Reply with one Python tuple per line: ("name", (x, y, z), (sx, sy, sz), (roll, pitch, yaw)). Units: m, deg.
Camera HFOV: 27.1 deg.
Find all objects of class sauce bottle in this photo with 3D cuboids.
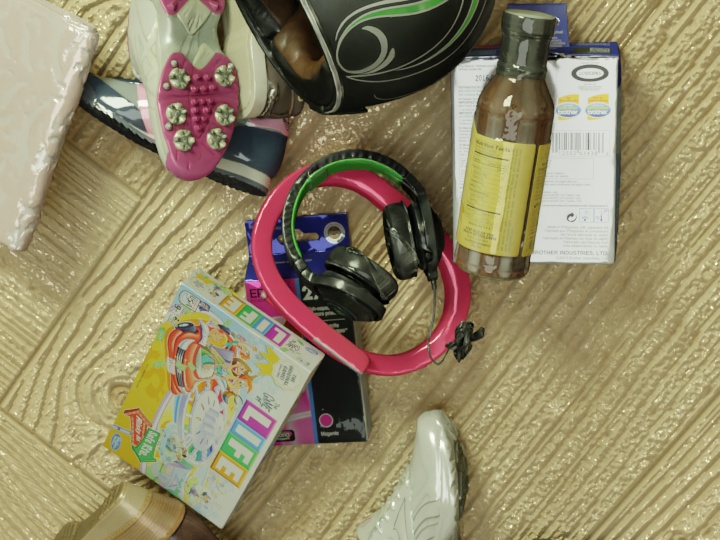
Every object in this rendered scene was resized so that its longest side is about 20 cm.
("sauce bottle", (0.115, -0.096, 1.141), (0.064, 0.065, 0.203), (10, 106, 6))

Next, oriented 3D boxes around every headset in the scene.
("headset", (0.021, -0.009, 1.191), (0.123, 0.094, 0.201), (-38, 81, -10))

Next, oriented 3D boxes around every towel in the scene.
("towel", (-0.321, -0.146, 1.260), (0.190, 0.032, 0.202), (29, 109, 22))

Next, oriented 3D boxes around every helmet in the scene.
("helmet", (0.013, -0.232, 1.120), (0.190, 0.200, 0.201), (-34, 100, -16))

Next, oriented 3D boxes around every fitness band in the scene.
("fitness band", (0.000, 0.000, 1.252), (0.199, 0.037, 0.144), (40, 80, -5))

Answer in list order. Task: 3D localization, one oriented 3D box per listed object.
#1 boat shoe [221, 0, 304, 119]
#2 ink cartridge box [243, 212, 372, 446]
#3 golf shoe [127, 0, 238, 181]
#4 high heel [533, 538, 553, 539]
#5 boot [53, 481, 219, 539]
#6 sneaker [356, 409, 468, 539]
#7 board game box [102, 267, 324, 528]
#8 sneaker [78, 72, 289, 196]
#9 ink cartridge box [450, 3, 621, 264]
("boat shoe", (-0.077, -0.224, 1.211), (0.059, 0.072, 0.203), (-2, 89, -34))
("ink cartridge box", (-0.047, 0.054, 1.303), (0.093, 0.037, 0.203), (-4, 103, 10))
("golf shoe", (-0.148, -0.162, 1.203), (0.091, 0.075, 0.203), (-26, 63, 52))
("high heel", (0.186, 0.340, 1.322), (0.141, 0.071, 0.203), (3, 90, 1))
("boot", (-0.199, 0.287, 1.374), (0.166, 0.073, 0.200), (37, 126, -18))
("sneaker", (0.044, 0.218, 1.314), (0.098, 0.078, 0.203), (4, 105, 11))
("board game box", (-0.131, 0.114, 1.301), (0.134, 0.034, 0.201), (33, 122, 6))
("sneaker", (-0.152, -0.136, 1.258), (0.198, 0.070, 0.083), (25, 84, 4))
("ink cartridge box", (0.142, -0.111, 1.203), (0.135, 0.076, 0.203), (1, 108, 9))
